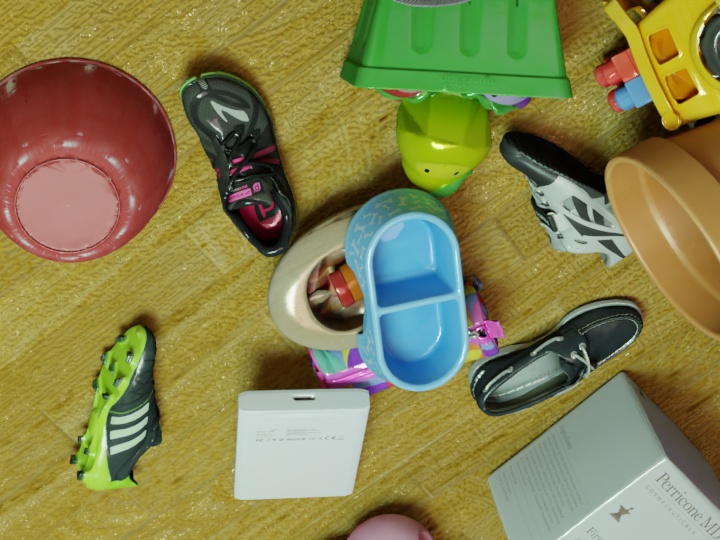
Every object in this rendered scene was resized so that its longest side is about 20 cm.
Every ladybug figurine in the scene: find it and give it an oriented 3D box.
[{"bbox_3d":[0.000,0.000,1.522,0.199,0.072,0.137,-22,109,-6],"label":"ladybug figurine"}]

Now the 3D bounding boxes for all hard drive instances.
[{"bbox_3d":[-0.064,0.182,1.601,0.131,0.027,0.201,-1,146,-7],"label":"hard drive"}]

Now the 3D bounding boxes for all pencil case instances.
[{"bbox_3d":[0.046,0.075,1.575,0.198,0.089,0.089,-20,120,5],"label":"pencil case"}]

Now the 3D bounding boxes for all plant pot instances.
[{"bbox_3d":[0.339,-0.055,1.415,0.139,0.200,0.201,-32,120,-8],"label":"plant pot"}]

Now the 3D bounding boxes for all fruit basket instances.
[{"bbox_3d":[0.083,-0.159,1.423,0.214,0.156,0.218,-2,102,-8],"label":"fruit basket"}]

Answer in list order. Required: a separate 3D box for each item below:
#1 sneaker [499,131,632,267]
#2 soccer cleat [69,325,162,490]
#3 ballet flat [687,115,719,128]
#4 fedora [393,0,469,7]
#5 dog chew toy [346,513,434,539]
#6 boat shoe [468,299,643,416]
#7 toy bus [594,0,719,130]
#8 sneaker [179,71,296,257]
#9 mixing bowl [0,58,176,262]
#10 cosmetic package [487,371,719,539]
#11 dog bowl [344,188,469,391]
[{"bbox_3d":[0.202,-0.062,1.524,0.199,0.074,0.089,30,114,-25],"label":"sneaker"},{"bbox_3d":[-0.237,0.142,1.592,0.080,0.068,0.201,6,121,-31],"label":"soccer cleat"},{"bbox_3d":[0.338,-0.122,1.511,0.070,0.071,0.201,20,110,-18],"label":"ballet flat"},{"bbox_3d":[0.054,-0.332,1.337,0.175,0.090,0.202,-11,103,-6],"label":"fedora"},{"bbox_3d":[-0.008,0.350,1.706,0.199,0.125,0.125,-25,120,16],"label":"dog chew toy"},{"bbox_3d":[0.211,0.097,1.623,0.199,0.060,0.076,-29,119,8],"label":"boat shoe"},{"bbox_3d":[0.290,-0.229,1.414,0.191,0.136,0.201,-22,97,31],"label":"toy bus"},{"bbox_3d":[-0.107,-0.100,1.455,0.076,0.084,0.201,-24,120,5],"label":"sneaker"},{"bbox_3d":[-0.269,-0.083,1.430,0.198,0.109,0.202,-4,120,-6],"label":"mixing bowl"},{"bbox_3d":[0.274,0.257,1.661,0.200,0.167,0.167,-40,116,14],"label":"cosmetic package"},{"bbox_3d":[0.050,0.025,1.475,0.111,0.050,0.202,-11,111,-11],"label":"dog bowl"}]
